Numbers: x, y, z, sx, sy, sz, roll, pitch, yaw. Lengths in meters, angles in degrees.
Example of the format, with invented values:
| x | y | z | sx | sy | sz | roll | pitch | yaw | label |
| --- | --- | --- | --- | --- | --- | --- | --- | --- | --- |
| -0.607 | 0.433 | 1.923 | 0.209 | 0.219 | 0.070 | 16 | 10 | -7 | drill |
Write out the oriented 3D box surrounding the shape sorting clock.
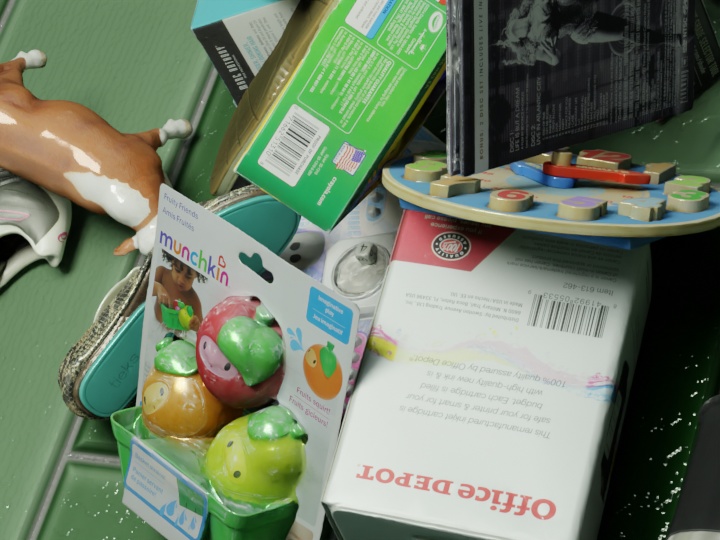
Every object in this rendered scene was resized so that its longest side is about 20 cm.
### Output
| x | y | z | sx | sy | sz | roll | pitch | yaw | label |
| --- | --- | --- | --- | --- | --- | --- | --- | --- | --- |
| 0.112 | -0.049 | 1.195 | 0.200 | 0.200 | 0.039 | 13 | 102 | 35 | shape sorting clock |

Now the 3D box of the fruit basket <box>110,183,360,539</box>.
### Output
| x | y | z | sx | sy | sz | roll | pitch | yaw | label |
| --- | --- | --- | --- | --- | --- | --- | --- | --- | --- |
| -0.080 | 0.074 | 1.237 | 0.094 | 0.200 | 0.185 | -18 | 37 | -38 | fruit basket |

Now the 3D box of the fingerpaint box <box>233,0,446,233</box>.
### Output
| x | y | z | sx | sy | sz | roll | pitch | yaw | label |
| --- | --- | --- | --- | --- | --- | --- | --- | --- | --- |
| 0.023 | -0.135 | 1.253 | 0.073 | 0.167 | 0.200 | 34 | 108 | 2 | fingerpaint box |

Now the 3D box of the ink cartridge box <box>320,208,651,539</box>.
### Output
| x | y | z | sx | sy | sz | roll | pitch | yaw | label |
| --- | --- | --- | --- | --- | --- | --- | --- | --- | --- |
| 0.075 | 0.072 | 1.197 | 0.145 | 0.083 | 0.200 | 10 | 64 | 15 | ink cartridge box |

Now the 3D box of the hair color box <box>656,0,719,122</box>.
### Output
| x | y | z | sx | sy | sz | roll | pitch | yaw | label |
| --- | --- | --- | --- | --- | --- | --- | --- | --- | --- |
| 0.145 | -0.194 | 1.346 | 0.061 | 0.102 | 0.200 | -37 | 48 | -3 | hair color box |

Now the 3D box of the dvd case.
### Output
| x | y | z | sx | sy | sz | roll | pitch | yaw | label |
| --- | --- | --- | --- | --- | --- | --- | --- | --- | --- |
| 0.121 | -0.144 | 1.180 | 0.200 | 0.149 | 0.016 | -18 | 25 | -40 | dvd case |

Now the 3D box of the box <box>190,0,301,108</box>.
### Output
| x | y | z | sx | sy | sz | roll | pitch | yaw | label |
| --- | --- | --- | --- | --- | --- | --- | --- | --- | --- |
| -0.008 | -0.176 | 1.428 | 0.200 | 0.082 | 0.049 | -15 | 39 | 20 | box |

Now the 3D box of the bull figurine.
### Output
| x | y | z | sx | sy | sz | roll | pitch | yaw | label |
| --- | --- | --- | --- | --- | --- | --- | --- | --- | --- |
| -0.184 | -0.078 | 1.438 | 0.065 | 0.200 | 0.121 | -60 | 1 | 28 | bull figurine |

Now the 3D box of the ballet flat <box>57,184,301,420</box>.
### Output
| x | y | z | sx | sy | sz | roll | pitch | yaw | label |
| --- | --- | --- | --- | --- | --- | --- | --- | --- | --- |
| -0.125 | 0.009 | 1.358 | 0.200 | 0.068 | 0.075 | -47 | 33 | -1 | ballet flat |

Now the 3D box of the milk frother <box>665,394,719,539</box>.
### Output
| x | y | z | sx | sy | sz | roll | pitch | yaw | label |
| --- | --- | --- | --- | --- | --- | --- | --- | --- | --- |
| 0.212 | 0.152 | 1.013 | 0.180 | 0.200 | 0.188 | 9 | 64 | 29 | milk frother |

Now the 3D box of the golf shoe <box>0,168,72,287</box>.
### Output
| x | y | z | sx | sy | sz | roll | pitch | yaw | label |
| --- | --- | --- | --- | --- | --- | --- | --- | --- | --- |
| -0.298 | -0.022 | 1.497 | 0.200 | 0.077 | 0.088 | -19 | 57 | 17 | golf shoe |

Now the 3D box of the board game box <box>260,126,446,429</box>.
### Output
| x | y | z | sx | sy | sz | roll | pitch | yaw | label |
| --- | --- | --- | --- | --- | --- | --- | --- | --- | --- |
| 0.000 | 0.000 | 1.347 | 0.200 | 0.026 | 0.200 | -44 | 49 | -4 | board game box |

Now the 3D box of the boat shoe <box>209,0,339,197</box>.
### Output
| x | y | z | sx | sy | sz | roll | pitch | yaw | label |
| --- | --- | --- | --- | --- | --- | --- | --- | --- | --- |
| -0.033 | -0.119 | 1.392 | 0.201 | 0.066 | 0.072 | -57 | 19 | 27 | boat shoe |
